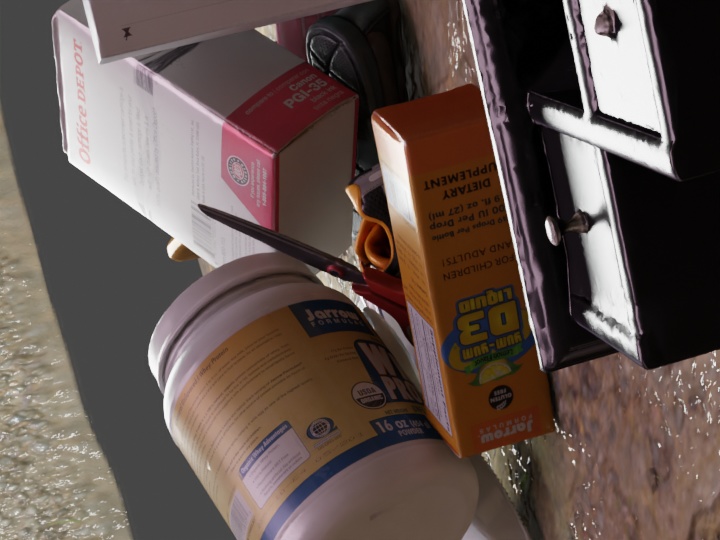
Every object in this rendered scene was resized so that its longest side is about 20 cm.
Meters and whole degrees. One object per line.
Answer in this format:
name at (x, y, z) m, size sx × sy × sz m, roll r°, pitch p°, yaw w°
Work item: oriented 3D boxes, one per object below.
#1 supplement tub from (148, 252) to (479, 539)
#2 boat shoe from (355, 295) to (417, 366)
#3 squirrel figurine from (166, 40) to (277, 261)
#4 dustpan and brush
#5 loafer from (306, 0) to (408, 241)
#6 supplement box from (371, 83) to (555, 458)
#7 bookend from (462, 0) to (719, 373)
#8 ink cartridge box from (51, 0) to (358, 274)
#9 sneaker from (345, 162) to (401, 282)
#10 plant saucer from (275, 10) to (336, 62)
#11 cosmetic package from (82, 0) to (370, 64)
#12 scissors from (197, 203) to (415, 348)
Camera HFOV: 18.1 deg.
supplement tub at (-0.034, 0.100, 1.399) m, size 0.200 × 0.144 × 0.145 m, roll 53°, pitch 160°, yaw 33°
boat shoe at (0.004, 0.072, 1.736) m, size 0.200 × 0.065 × 0.072 m, roll 90°, pitch 164°, yaw -57°
squirrel figurine at (-0.085, -0.120, 1.885) m, size 0.200 × 0.141 × 0.188 m, roll 128°, pitch 139°, yaw -61°
dustpan and brush at (0.049, 0.115, 1.473) m, size 0.200 × 0.057 × 0.140 m, roll 51°, pitch 165°, yaw -10°
loafer at (0.016, -0.094, 1.487) m, size 0.072 × 0.063 × 0.201 m, roll 29°, pitch 146°, yaw 34°
supplement box at (0.060, 0.002, 1.282) m, size 0.069 × 0.066 × 0.201 m, roll -131°, pitch 27°, yaw -63°
bookend at (0.112, -0.049, 0.793) m, size 0.199 × 0.092 × 0.201 m, roll -138°, pitch 34°, yaw -74°
ink cartridge box at (-0.102, -0.093, 1.481) m, size 0.200 × 0.083 × 0.147 m, roll 35°, pitch 145°, yaw 26°
sneaker at (0.035, -0.005, 1.395) m, size 0.201 × 0.077 × 0.078 m, roll 82°, pitch 167°, yaw -45°
plant saucer at (-0.029, -0.129, 1.593) m, size 0.201 × 0.051 × 0.202 m, roll 173°, pitch 90°, yaw -90°
cosmetic package at (-0.080, -0.222, 1.370) m, size 0.052 × 0.199 × 0.152 m, roll 169°, pitch 87°, yaw -82°
scissors at (0.000, 0.000, 1.346) m, size 0.073 × 0.200 × 0.014 m, roll -29°, pitch 33°, yaw 55°
